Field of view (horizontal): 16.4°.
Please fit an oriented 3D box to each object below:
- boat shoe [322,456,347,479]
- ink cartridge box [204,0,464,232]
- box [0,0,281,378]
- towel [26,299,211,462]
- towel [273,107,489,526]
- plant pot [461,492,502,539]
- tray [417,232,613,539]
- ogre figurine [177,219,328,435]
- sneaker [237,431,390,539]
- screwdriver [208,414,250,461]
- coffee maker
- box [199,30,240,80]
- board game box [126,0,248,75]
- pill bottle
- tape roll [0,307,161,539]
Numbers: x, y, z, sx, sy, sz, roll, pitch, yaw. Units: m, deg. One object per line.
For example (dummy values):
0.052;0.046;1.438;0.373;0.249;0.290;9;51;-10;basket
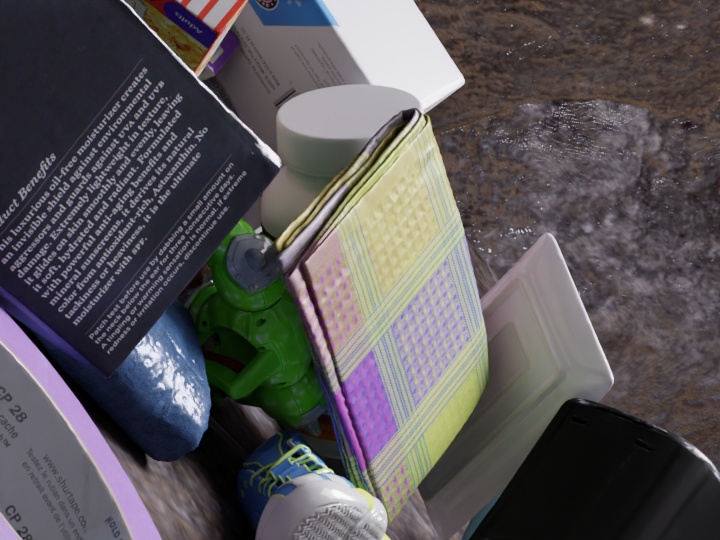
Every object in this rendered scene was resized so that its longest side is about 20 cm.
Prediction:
-0.002;0.113;1.579;0.072;0.070;0.201;49;6;-17;boat shoe
-0.055;-0.119;1.564;0.084;0.200;0.145;-33;89;-48;ink cartridge box
-0.172;-0.086;0.994;0.200;0.123;0.198;34;-9;40;box
-0.146;0.003;1.242;0.200;0.048;0.112;51;9;-33;towel
0.017;0.024;1.373;0.023;0.144;0.200;10;-45;33;towel
0.137;0.224;1.715;0.200;0.135;0.200;53;8;-11;plant pot
0.075;0.073;1.512;0.022;0.200;0.108;-1;58;-35;tray
-0.072;0.019;1.382;0.120;0.098;0.201;35;-46;39;ogre figurine
-0.038;0.128;1.315;0.105;0.076;0.200;47;-8;22;sneaker
-0.075;0.100;1.408;0.200;0.029;0.028;42;13;-25;screwdriver
0.115;0.176;1.382;0.134;0.200;0.192;30;-21;21;coffee maker
-0.182;-0.183;1.513;0.200;0.137;0.039;53;44;-18;box
-0.150;-0.157;1.411;0.151;0.046;0.200;38;-24;-3;board game box
0.000;0.000;1.460;0.113;0.113;0.201;-109;-166;-64;pill bottle
-0.141;0.081;0.871;0.200;0.066;0.200;55;7;-10;tape roll
